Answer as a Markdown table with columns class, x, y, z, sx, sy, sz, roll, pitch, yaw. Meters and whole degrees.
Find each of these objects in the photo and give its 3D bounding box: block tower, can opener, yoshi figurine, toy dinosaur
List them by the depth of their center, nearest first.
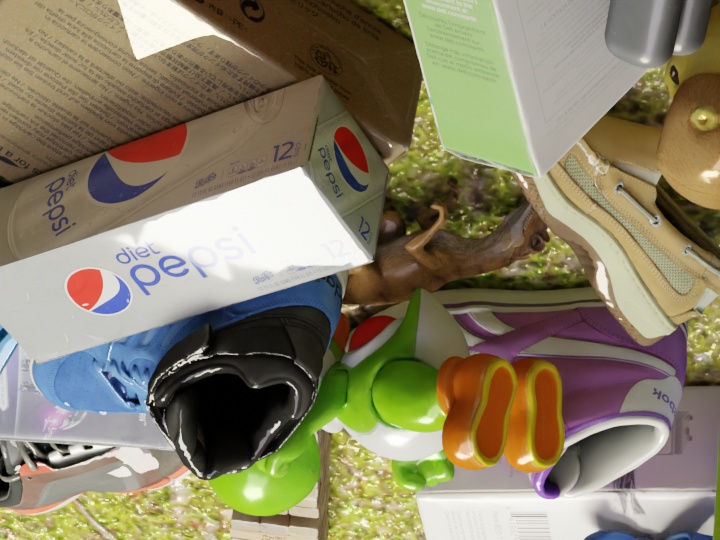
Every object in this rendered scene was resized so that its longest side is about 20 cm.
| class | x | y | z | sx | sy | sz | roll | pitch | yaw |
| --- | --- | --- | --- | --- | --- | --- | --- | --- | --- |
| can opener | 0.126 | -0.189 | 1.047 | 0.067 | 0.053 | 0.201 | 25 | 121 | 31 |
| yoshi figurine | -0.003 | 0.085 | 1.262 | 0.199 | 0.112 | 0.113 | 2 | 127 | 35 |
| toy dinosaur | 0.000 | 0.000 | 1.294 | 0.199 | 0.061 | 0.106 | -16 | 132 | 26 |
| block tower | -0.046 | 0.118 | 1.422 | 0.054 | 0.058 | 0.201 | 6 | 142 | 3 |

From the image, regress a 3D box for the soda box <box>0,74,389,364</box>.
| class | x | y | z | sx | sy | sz | roll | pitch | yaw |
| --- | --- | --- | --- | --- | --- | --- | --- | --- | --- |
| soda box | -0.089 | -0.022 | 1.179 | 0.199 | 0.064 | 0.068 | -17 | 130 | 28 |

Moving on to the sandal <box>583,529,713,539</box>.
| class | x | y | z | sx | sy | sz | roll | pitch | yaw |
| --- | --- | --- | --- | --- | --- | --- | --- | --- | --- |
| sandal | 0.186 | 0.170 | 1.299 | 0.199 | 0.080 | 0.087 | -13 | 128 | 21 |

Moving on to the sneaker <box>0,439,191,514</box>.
| class | x | y | z | sx | sy | sz | roll | pitch | yaw |
| --- | --- | --- | --- | --- | --- | --- | --- | --- | --- |
| sneaker | -0.160 | 0.096 | 1.394 | 0.199 | 0.078 | 0.082 | -28 | 164 | 35 |

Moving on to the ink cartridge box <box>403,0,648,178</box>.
| class | x | y | z | sx | sy | sz | roll | pitch | yaw |
| --- | --- | --- | --- | --- | --- | --- | --- | --- | --- |
| ink cartridge box | 0.067 | -0.153 | 1.074 | 0.059 | 0.104 | 0.201 | 20 | 141 | 38 |

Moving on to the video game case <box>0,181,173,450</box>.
| class | x | y | z | sx | sy | sz | roll | pitch | yaw |
| --- | --- | --- | --- | --- | --- | --- | --- | --- | --- |
| video game case | -0.190 | 0.023 | 1.342 | 0.199 | 0.019 | 0.144 | 2 | 107 | 10 |

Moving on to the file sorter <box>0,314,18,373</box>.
| class | x | y | z | sx | sy | sz | roll | pitch | yaw |
| --- | --- | --- | --- | --- | --- | --- | --- | --- | --- |
| file sorter | -0.268 | 0.045 | 1.287 | 0.138 | 0.123 | 0.201 | 33 | 112 | -1 |

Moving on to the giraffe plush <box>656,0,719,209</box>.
| class | x | y | z | sx | sy | sz | roll | pitch | yaw |
| --- | --- | --- | --- | --- | --- | --- | --- | --- | --- |
| giraffe plush | 0.206 | -0.065 | 1.120 | 0.162 | 0.200 | 0.173 | 29 | 132 | 7 |

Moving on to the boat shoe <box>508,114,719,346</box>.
| class | x | y | z | sx | sy | sz | roll | pitch | yaw |
| --- | --- | --- | --- | --- | --- | --- | --- | --- | --- |
| boat shoe | 0.123 | -0.051 | 1.219 | 0.076 | 0.072 | 0.200 | -29 | 129 | 15 |

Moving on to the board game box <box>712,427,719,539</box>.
| class | x | y | z | sx | sy | sz | roll | pitch | yaw |
| --- | --- | --- | --- | --- | --- | --- | --- | --- | --- |
| board game box | 0.247 | 0.112 | 1.253 | 0.133 | 0.201 | 0.045 | 1 | 136 | 10 |

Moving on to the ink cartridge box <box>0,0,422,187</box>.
| class | x | y | z | sx | sy | sz | roll | pitch | yaw |
| --- | --- | --- | --- | --- | --- | --- | --- | --- | --- |
| ink cartridge box | -0.095 | -0.091 | 1.210 | 0.199 | 0.075 | 0.165 | 32 | 134 | -22 |

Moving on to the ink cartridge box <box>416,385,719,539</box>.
| class | x | y | z | sx | sy | sz | roll | pitch | yaw |
| --- | --- | --- | --- | --- | --- | --- | --- | --- | --- |
| ink cartridge box | 0.142 | 0.142 | 1.392 | 0.199 | 0.083 | 0.147 | -1 | 135 | 13 |

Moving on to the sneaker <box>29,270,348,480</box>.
| class | x | y | z | sx | sy | sz | roll | pitch | yaw |
| --- | --- | --- | --- | --- | --- | --- | --- | --- | --- |
| sneaker | -0.096 | 0.055 | 1.229 | 0.199 | 0.112 | 0.077 | -19 | 131 | 30 |

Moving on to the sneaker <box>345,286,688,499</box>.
| class | x | y | z | sx | sy | sz | roll | pitch | yaw |
| --- | --- | --- | --- | --- | --- | --- | --- | --- | --- |
| sneaker | 0.072 | 0.070 | 1.313 | 0.199 | 0.115 | 0.073 | -9 | 134 | 23 |
